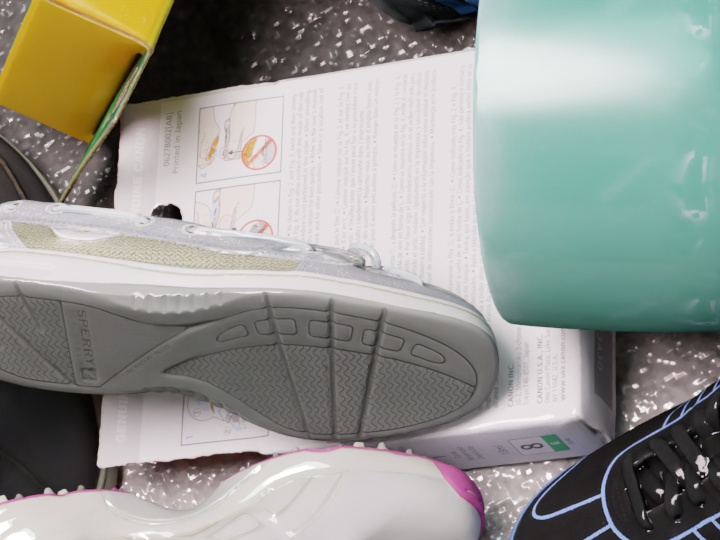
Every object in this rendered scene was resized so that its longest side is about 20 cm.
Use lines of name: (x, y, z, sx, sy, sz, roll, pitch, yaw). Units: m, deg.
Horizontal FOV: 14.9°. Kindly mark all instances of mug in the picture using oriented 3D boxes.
mug: (0.109, -0.071, 0.938, 0.114, 0.152, 0.186, 3, 100, 15)

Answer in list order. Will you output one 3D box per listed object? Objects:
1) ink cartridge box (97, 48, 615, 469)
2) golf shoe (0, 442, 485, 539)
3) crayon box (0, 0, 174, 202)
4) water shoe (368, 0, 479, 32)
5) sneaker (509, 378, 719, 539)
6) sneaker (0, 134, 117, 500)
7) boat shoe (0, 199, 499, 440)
ink cartridge box: (0.000, 0.000, 1.069, 0.199, 0.050, 0.162, -9, 64, 23)
golf shoe: (-0.048, 0.120, 0.992, 0.199, 0.076, 0.092, -10, 50, -4)
crayon box: (-0.092, -0.135, 1.107, 0.051, 0.127, 0.201, 24, 69, -9)
water shoe: (0.049, -0.131, 1.096, 0.199, 0.079, 0.072, 24, 54, 4)
sneaker: (0.136, 0.061, 0.964, 0.199, 0.078, 0.070, -26, 60, 9)
sneaker: (-0.157, 0.003, 1.090, 0.075, 0.106, 0.201, -28, 59, 8)
boat shoe: (-0.048, 0.012, 1.000, 0.201, 0.075, 0.065, 5, 44, 7)
